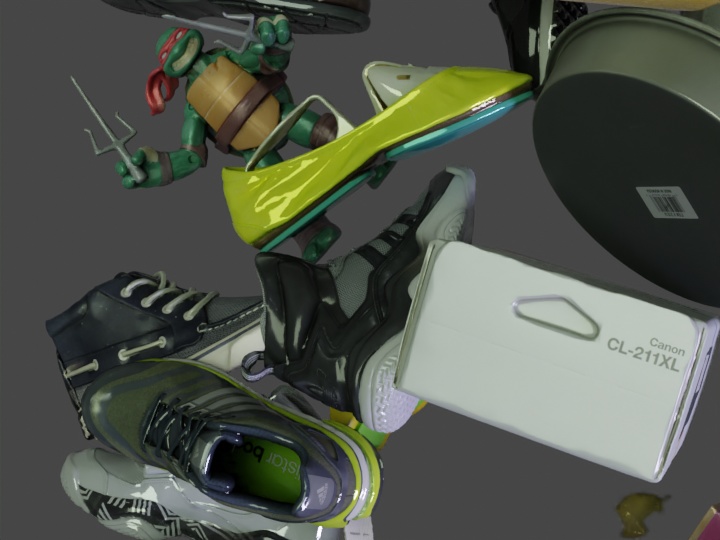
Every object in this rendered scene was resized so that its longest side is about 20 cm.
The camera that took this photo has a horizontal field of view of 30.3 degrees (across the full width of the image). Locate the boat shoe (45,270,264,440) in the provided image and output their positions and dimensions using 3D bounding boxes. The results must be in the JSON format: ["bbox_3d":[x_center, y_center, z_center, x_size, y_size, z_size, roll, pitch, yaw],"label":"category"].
[{"bbox_3d":[-0.121,0.032,0.878,0.199,0.075,0.094,-28,89,17],"label":"boat shoe"}]

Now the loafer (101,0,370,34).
[{"bbox_3d":[-0.084,-0.197,0.875,0.198,0.072,0.064,10,88,21],"label":"loafer"}]

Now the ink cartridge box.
[{"bbox_3d":[0.115,0.044,0.735,0.144,0.200,0.084,19,94,17],"label":"ink cartridge box"}]

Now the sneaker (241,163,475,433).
[{"bbox_3d":[0.000,0.000,0.787,0.112,0.201,0.076,12,137,13],"label":"sneaker"}]

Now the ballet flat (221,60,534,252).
[{"bbox_3d":[0.003,-0.082,0.782,0.199,0.067,0.068,-30,88,12],"label":"ballet flat"}]

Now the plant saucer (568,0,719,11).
[{"bbox_3d":[0.124,-0.203,0.706,0.198,0.049,0.201,9,49,19],"label":"plant saucer"}]

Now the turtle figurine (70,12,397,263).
[{"bbox_3d":[-0.077,-0.102,0.855,0.199,0.101,0.150,38,116,0],"label":"turtle figurine"}]

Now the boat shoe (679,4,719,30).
[{"bbox_3d":[0.235,-0.194,0.759,0.074,0.086,0.204,25,96,17],"label":"boat shoe"}]

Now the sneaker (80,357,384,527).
[{"bbox_3d":[-0.086,0.098,0.786,0.198,0.081,0.075,13,89,23],"label":"sneaker"}]

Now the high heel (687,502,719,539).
[{"bbox_3d":[0.270,0.119,0.748,0.096,0.067,0.201,39,106,25],"label":"high heel"}]

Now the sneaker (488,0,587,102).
[{"bbox_3d":[0.089,-0.201,0.821,0.089,0.070,0.203,-2,84,24],"label":"sneaker"}]

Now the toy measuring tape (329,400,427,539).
[{"bbox_3d":[0.018,0.092,0.817,0.073,0.074,0.202,-12,63,18],"label":"toy measuring tape"}]

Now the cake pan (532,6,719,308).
[{"bbox_3d":[0.174,-0.052,0.724,0.199,0.201,0.037,36,68,16],"label":"cake pan"}]

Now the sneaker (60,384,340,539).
[{"bbox_3d":[-0.095,0.125,0.872,0.198,0.075,0.116,17,94,13],"label":"sneaker"}]
